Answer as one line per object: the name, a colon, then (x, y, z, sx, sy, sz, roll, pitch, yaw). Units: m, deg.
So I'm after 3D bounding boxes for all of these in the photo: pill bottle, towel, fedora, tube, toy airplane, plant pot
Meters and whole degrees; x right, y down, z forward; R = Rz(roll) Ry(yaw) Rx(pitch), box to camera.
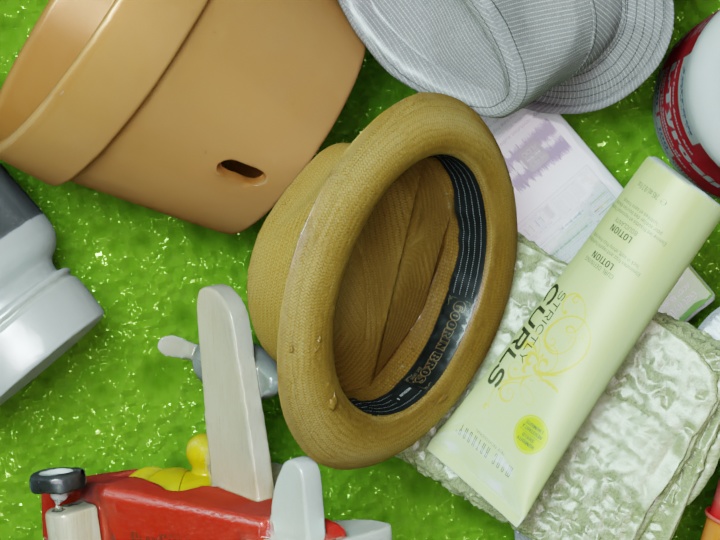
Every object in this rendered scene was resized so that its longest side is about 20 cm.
pill bottle: (-0.240, -0.022, 1.382, 0.113, 0.113, 0.200, -40, 91, -1)
towel: (0.100, 0.069, 1.374, 0.200, 0.036, 0.149, 28, 91, 13)
fedora: (0.000, 0.000, 1.308, 0.082, 0.200, 0.201, 20, 89, 36)
tube: (0.115, 0.035, 1.329, 0.052, 0.058, 0.200, 34, 97, -10)
toy airplane: (-0.066, 0.135, 1.370, 0.199, 0.141, 0.200, 47, 119, 16)
plant pot: (-0.090, -0.113, 1.356, 0.140, 0.200, 0.200, 32, 89, -17)
pill bottle: (0.223, -0.094, 1.347, 0.112, 0.200, 0.113, 0, 89, -1)
fedora: (0.057, -0.148, 1.321, 0.200, 0.177, 0.090, 52, 50, -6)

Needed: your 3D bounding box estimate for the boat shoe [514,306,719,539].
boat shoe: (0.172, 0.098, 1.409, 0.200, 0.071, 0.072, -44, 72, 11)

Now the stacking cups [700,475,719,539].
stacking cups: (0.203, 0.196, 1.397, 0.060, 0.061, 0.200, 16, 100, -1)

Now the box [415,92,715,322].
box: (0.082, -0.013, 1.428, 0.144, 0.036, 0.200, -40, 89, -1)
